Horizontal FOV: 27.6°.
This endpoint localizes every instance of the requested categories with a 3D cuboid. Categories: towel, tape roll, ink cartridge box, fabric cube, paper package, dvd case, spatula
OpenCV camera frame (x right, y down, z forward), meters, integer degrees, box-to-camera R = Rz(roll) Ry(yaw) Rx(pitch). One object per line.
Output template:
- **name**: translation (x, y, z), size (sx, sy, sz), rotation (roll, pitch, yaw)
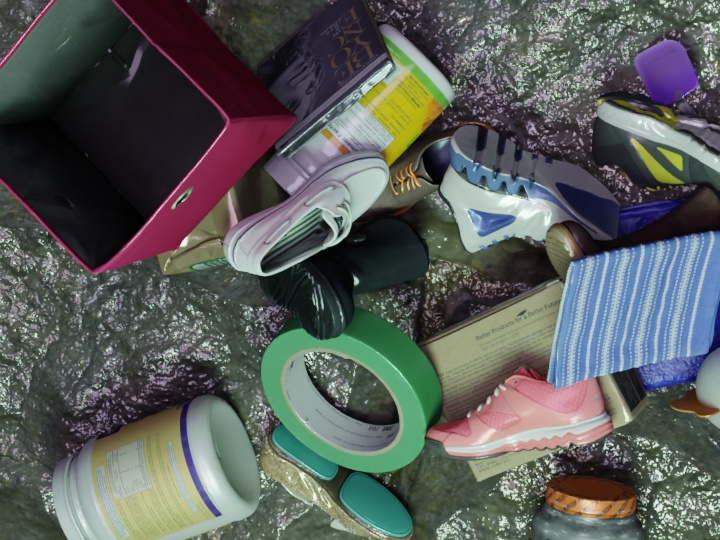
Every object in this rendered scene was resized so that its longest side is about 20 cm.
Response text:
- **towel**: translation (0.310, 0.029, 1.553), size (0.147, 0.050, 0.201), rotation (-13, 94, 14)
- **tape roll**: translation (-0.011, 0.128, 1.582), size (0.200, 0.048, 0.201), rotation (18, 134, 20)
- **ink cartridge box**: translation (0.179, 0.111, 1.554), size (0.200, 0.075, 0.165), rotation (-26, 90, 31)
- **fabric cube**: translation (-0.213, -0.138, 1.364), size (0.200, 0.199, 0.196), rotation (46, 105, 6)
- **paper package**: translation (-0.157, -0.105, 1.560), size (0.103, 0.200, 0.191), rotation (-16, 94, 15)
- **towel**: translation (0.277, 0.038, 1.434), size (0.199, 0.024, 0.145), rotation (-11, 123, -27)
- **dvd case**: translation (-0.041, -0.212, 1.535), size (0.149, 0.200, 0.016), rotation (-38, 123, 14)
- **spatula**: translation (0.355, -0.148, 1.535), size (0.056, 0.021, 0.201), rotation (-28, 93, 30)

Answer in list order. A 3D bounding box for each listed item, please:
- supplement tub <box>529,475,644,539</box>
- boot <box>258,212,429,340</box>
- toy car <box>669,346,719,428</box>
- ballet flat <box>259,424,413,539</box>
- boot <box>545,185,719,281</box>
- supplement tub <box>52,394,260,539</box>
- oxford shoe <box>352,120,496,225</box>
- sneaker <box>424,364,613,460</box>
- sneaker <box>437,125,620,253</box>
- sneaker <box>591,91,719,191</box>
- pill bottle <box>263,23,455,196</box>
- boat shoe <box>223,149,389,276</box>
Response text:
- **supplement tub**: translation (0.238, 0.329, 1.568), size (0.122, 0.123, 0.201), rotation (7, 98, 11)
- **boot**: translation (0.000, 0.000, 1.519), size (0.167, 0.200, 0.077), rotation (-16, 109, -20)
- **toy car**: translation (0.412, 0.115, 1.467), size (0.199, 0.177, 0.185), rotation (-22, 103, 6)
- **ballet flat**: translation (-0.031, 0.251, 1.655), size (0.200, 0.071, 0.065), rotation (38, 130, 8)
- **boot**: translation (0.283, -0.029, 1.461), size (0.166, 0.072, 0.200), rotation (-45, 129, -3)
- **supplement tub**: translation (-0.228, 0.237, 1.644), size (0.199, 0.145, 0.146), rotation (-21, 92, 13)
- **oxford shoe**: translation (0.052, -0.107, 1.579), size (0.199, 0.073, 0.072), rotation (-28, 91, 14)
- **sneaker**: translation (0.158, 0.142, 1.500), size (0.199, 0.074, 0.087), rotation (-11, 89, 22)
- **sneaker**: translation (0.165, -0.063, 1.529), size (0.199, 0.081, 0.115), rotation (27, 133, -4)
- **sneaker**: translation (0.328, -0.116, 1.514), size (0.200, 0.074, 0.085), rotation (31, 127, 26)
- **pill bottle**: translation (-0.005, -0.153, 1.549), size (0.111, 0.111, 0.200), rotation (44, 92, 4)
- **boat shoe**: translation (-0.039, -0.049, 1.460), size (0.200, 0.067, 0.074), rotation (-36, 131, -20)
